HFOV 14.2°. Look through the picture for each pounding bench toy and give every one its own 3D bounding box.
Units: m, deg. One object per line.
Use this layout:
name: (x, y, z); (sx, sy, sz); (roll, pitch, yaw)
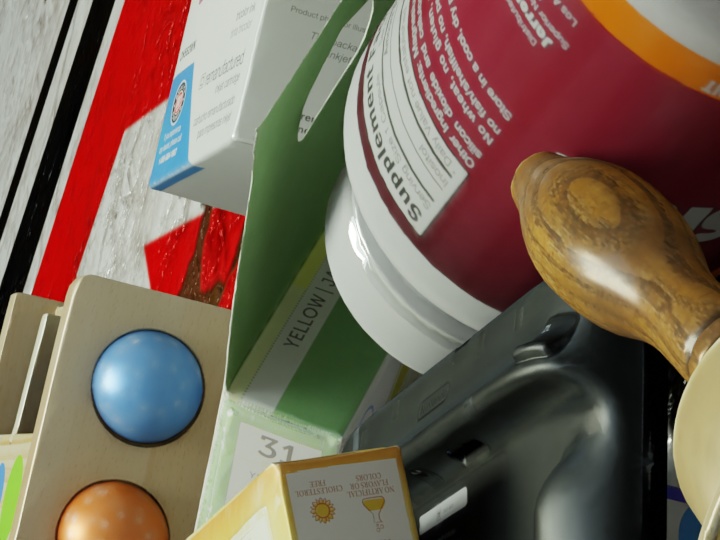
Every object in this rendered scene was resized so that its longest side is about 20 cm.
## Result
pounding bench toy: (-0.081, 0.115, 1.079); (0.156, 0.124, 0.201); (170, 113, -73)

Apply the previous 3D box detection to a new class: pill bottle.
pill bottle: (0.063, -0.050, 0.735); (0.200, 0.113, 0.113); (126, 154, -55)

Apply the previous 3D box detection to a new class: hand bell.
hand bell: (0.074, 0.018, 0.591); (0.200, 0.104, 0.105); (48, 123, 62)

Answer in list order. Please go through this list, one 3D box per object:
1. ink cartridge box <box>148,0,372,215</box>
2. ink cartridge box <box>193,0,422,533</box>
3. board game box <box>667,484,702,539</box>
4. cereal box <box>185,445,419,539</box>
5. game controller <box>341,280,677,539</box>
ink cartridge box: (-0.009, -0.125, 1.121); (0.144, 0.084, 0.201); (161, 124, -72)
ink cartridge box: (0.000, 0.000, 0.886); (0.146, 0.048, 0.200); (-60, -12, -46)
board game box: (0.032, 0.142, 0.798); (0.200, 0.045, 0.135); (140, 142, -65)
cereal box: (-0.008, 0.159, 0.727); (0.144, 0.039, 0.201); (137, 124, -64)
game controller: (0.030, 0.071, 0.732); (0.200, 0.042, 0.105); (137, 131, -64)
